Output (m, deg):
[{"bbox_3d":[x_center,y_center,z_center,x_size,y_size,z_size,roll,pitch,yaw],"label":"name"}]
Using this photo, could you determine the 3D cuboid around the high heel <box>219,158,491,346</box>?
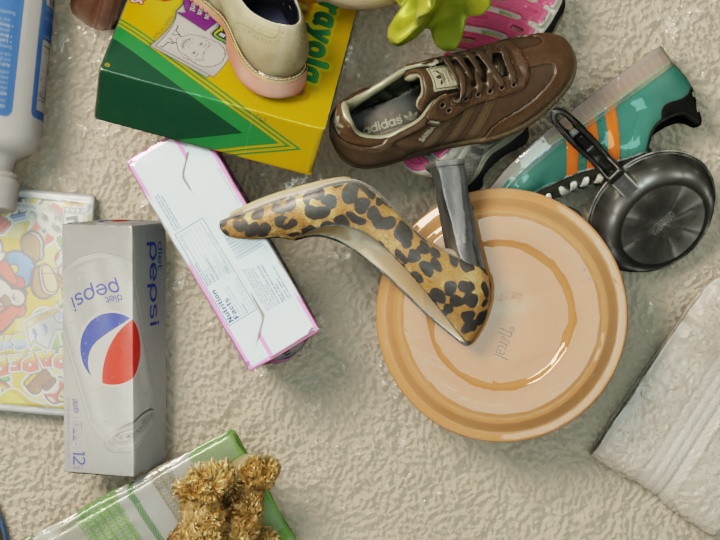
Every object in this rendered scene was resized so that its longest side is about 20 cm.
[{"bbox_3d":[0.000,0.000,1.369,0.199,0.071,0.143,-10,91,-10],"label":"high heel"}]

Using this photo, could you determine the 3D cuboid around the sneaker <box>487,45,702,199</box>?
[{"bbox_3d":[0.190,-0.093,1.467,0.200,0.071,0.080,-38,89,-2],"label":"sneaker"}]

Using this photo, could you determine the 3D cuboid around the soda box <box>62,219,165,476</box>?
[{"bbox_3d":[-0.196,0.060,1.446,0.063,0.068,0.201,2,94,18],"label":"soda box"}]

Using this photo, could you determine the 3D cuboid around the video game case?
[{"bbox_3d":[-0.322,0.020,1.477,0.199,0.023,0.183,5,91,-2],"label":"video game case"}]

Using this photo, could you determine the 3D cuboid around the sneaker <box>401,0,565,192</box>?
[{"bbox_3d":[0.107,-0.146,1.461,0.074,0.087,0.200,23,76,37],"label":"sneaker"}]

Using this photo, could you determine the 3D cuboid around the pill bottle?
[{"bbox_3d":[-0.303,-0.150,1.423,0.112,0.112,0.201,6,86,-2],"label":"pill bottle"}]

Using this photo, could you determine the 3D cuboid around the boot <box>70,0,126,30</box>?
[{"bbox_3d":[-0.197,-0.305,1.447,0.064,0.187,0.201,8,121,-15],"label":"boot"}]

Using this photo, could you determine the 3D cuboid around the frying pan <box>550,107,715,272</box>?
[{"bbox_3d":[0.228,-0.071,1.442,0.115,0.031,0.191,-25,129,-4],"label":"frying pan"}]

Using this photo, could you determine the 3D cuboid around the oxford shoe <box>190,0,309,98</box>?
[{"bbox_3d":[-0.086,-0.221,1.353,0.071,0.074,0.200,-16,55,-27],"label":"oxford shoe"}]

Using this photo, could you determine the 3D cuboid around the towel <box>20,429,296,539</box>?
[{"bbox_3d":[-0.159,0.230,1.468,0.199,0.031,0.150,-29,115,-3],"label":"towel"}]

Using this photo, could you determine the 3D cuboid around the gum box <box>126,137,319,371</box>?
[{"bbox_3d":[-0.103,-0.015,1.437,0.066,0.114,0.201,-30,92,-1],"label":"gum box"}]

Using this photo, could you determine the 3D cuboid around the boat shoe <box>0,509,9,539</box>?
[{"bbox_3d":[-0.350,0.174,1.444,0.072,0.072,0.200,-31,102,1],"label":"boat shoe"}]

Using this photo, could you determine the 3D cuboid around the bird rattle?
[{"bbox_3d":[0.022,-0.264,1.334,0.162,0.113,0.201,1,89,14],"label":"bird rattle"}]

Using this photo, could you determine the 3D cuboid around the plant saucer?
[{"bbox_3d":[0.110,0.035,1.423,0.199,0.032,0.201,0,89,8],"label":"plant saucer"}]

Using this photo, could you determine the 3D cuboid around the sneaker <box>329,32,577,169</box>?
[{"bbox_3d":[0.072,-0.131,1.367,0.199,0.076,0.071,-24,75,0],"label":"sneaker"}]

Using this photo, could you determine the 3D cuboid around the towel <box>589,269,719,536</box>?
[{"bbox_3d":[0.297,0.107,1.494,0.132,0.034,0.200,34,90,-2],"label":"towel"}]

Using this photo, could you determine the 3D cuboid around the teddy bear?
[{"bbox_3d":[-0.119,0.229,1.410,0.067,0.145,0.201,31,95,30],"label":"teddy bear"}]

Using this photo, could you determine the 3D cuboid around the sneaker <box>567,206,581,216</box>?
[{"bbox_3d":[0.100,0.019,1.467,0.082,0.070,0.200,35,89,-6],"label":"sneaker"}]

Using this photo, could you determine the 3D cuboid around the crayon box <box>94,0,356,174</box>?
[{"bbox_3d":[-0.097,-0.180,1.404,0.172,0.058,0.201,14,48,-1],"label":"crayon box"}]
